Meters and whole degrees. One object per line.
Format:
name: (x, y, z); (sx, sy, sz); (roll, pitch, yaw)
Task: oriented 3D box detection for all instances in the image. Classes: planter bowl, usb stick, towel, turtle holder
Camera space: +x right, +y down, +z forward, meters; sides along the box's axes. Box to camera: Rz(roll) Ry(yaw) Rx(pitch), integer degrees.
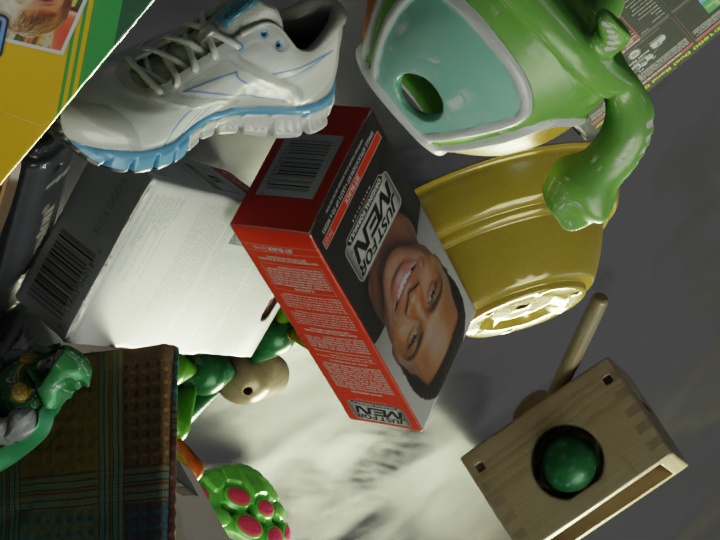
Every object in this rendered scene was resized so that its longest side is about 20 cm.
planter bowl: (0.100, -0.008, 1.394); (0.199, 0.084, 0.201); (-16, 163, -5)
usb stick: (-0.198, -0.017, 1.165); (0.055, 0.033, 0.201); (-38, 162, -41)
towel: (-0.187, 0.123, 1.200); (0.199, 0.148, 0.022); (-8, 165, 33)
turtle holder: (0.083, -0.124, 1.147); (0.132, 0.141, 0.185); (-39, 125, 16)

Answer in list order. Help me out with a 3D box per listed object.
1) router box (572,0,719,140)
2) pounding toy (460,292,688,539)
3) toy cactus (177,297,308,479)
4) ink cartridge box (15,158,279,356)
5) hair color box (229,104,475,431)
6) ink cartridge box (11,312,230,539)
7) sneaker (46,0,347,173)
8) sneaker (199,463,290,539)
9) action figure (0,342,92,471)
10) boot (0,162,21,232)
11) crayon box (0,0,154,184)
router box: (0.176, -0.184, 1.262); (0.200, 0.062, 0.150); (-39, 152, 12)
pounding toy: (0.187, 0.141, 1.776); (0.184, 0.143, 0.200); (-35, 164, 7)
toy cactus: (-0.088, 0.073, 1.396); (0.200, 0.102, 0.165); (-49, 160, 12)
ink cartridge box: (-0.109, -0.008, 1.230); (0.109, 0.050, 0.200); (-59, 153, 11)
hair color box: (0.000, 0.000, 1.267); (0.102, 0.061, 0.200); (-64, 144, -29)
ink cartridge box: (-0.186, 0.143, 1.268); (0.145, 0.201, 0.087); (-41, 153, 16)
sneaker: (-0.087, -0.114, 1.101); (0.199, 0.075, 0.087); (-19, 144, -41)
sneaker: (-0.135, 0.198, 1.580); (0.199, 0.077, 0.084); (5, 153, -46)
action figure: (-0.233, 0.086, 1.181); (0.199, 0.119, 0.055); (-24, 131, 27)
boot: (-0.204, -0.089, 1.022); (0.075, 0.074, 0.201); (-3, 137, -20)
crayon box: (-0.202, -0.133, 0.884); (0.199, 0.058, 0.173); (23, 122, -38)
